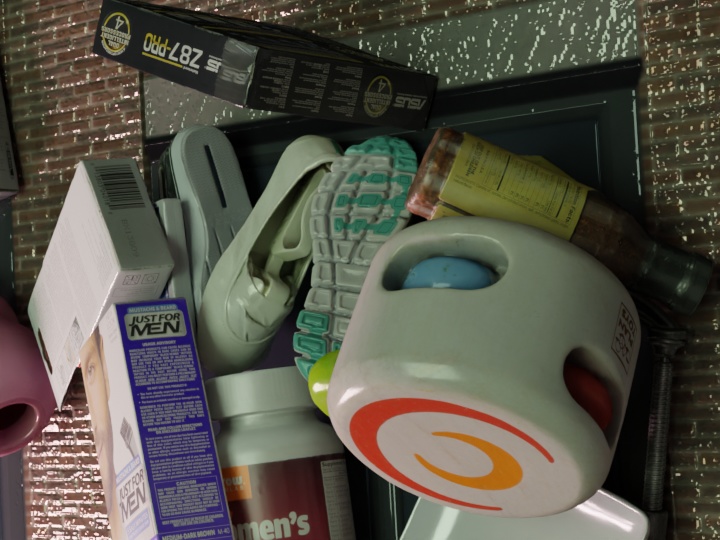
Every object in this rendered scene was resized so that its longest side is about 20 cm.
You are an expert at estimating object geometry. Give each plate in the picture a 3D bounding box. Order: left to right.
[{"bbox_3d":[0.097,0.220,1.286,0.200,0.032,0.200,29,95,49],"label":"plate"}]

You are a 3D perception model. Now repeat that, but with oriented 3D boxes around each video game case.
[{"bbox_3d":[-0.184,0.029,1.534,0.200,0.018,0.144,-17,79,61],"label":"video game case"}]

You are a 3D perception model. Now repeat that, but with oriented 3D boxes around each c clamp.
[{"bbox_3d":[0.182,0.106,1.266,0.171,0.027,0.201,2,93,46],"label":"c clamp"}]

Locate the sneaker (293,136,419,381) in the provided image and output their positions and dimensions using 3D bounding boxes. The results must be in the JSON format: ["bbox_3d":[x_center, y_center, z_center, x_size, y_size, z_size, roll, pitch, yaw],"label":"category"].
[{"bbox_3d":[0.000,0.000,1.386,0.077,0.091,0.201,12,74,15],"label":"sneaker"}]

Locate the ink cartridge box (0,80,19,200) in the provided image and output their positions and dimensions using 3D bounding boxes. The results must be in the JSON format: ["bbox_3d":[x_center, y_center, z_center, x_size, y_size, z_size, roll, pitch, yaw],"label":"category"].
[{"bbox_3d":[-0.404,-0.140,1.751,0.199,0.041,0.201,-19,78,39],"label":"ink cartridge box"}]

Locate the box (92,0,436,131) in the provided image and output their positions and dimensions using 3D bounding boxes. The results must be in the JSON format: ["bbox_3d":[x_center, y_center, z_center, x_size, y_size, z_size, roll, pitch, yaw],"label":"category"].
[{"bbox_3d":[-0.067,-0.149,1.359,0.161,0.200,0.049,21,102,37],"label":"box"}]

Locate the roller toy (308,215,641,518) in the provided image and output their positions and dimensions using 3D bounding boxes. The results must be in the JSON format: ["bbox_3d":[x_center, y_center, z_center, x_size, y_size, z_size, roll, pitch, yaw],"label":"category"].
[{"bbox_3d":[0.083,0.059,1.191,0.183,0.199,0.140,126,165,-59],"label":"roller toy"}]

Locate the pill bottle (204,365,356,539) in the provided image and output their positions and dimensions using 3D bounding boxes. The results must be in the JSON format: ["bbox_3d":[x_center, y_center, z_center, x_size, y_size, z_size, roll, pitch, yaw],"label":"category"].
[{"bbox_3d":[-0.061,0.176,1.414,0.109,0.109,0.201,-13,82,40],"label":"pill bottle"}]

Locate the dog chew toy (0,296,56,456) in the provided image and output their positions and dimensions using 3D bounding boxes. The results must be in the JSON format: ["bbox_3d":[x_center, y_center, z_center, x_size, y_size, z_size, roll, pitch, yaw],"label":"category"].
[{"bbox_3d":[-0.347,0.071,1.658,0.200,0.124,0.125,50,120,38],"label":"dog chew toy"}]

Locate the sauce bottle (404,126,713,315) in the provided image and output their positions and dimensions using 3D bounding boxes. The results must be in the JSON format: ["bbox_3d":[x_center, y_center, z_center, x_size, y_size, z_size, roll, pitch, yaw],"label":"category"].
[{"bbox_3d":[0.129,-0.027,1.220,0.200,0.066,0.066,25,111,-5],"label":"sauce bottle"}]

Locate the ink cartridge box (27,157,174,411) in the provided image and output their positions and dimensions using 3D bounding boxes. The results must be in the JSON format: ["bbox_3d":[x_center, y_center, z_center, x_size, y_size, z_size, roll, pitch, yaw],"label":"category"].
[{"bbox_3d":[-0.212,0.014,1.515,0.109,0.050,0.200,66,147,30],"label":"ink cartridge box"}]

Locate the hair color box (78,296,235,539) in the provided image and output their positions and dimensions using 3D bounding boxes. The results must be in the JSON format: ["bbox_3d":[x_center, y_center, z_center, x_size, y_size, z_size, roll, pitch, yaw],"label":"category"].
[{"bbox_3d":[-0.154,0.133,1.403,0.109,0.065,0.201,134,129,-58],"label":"hair color box"}]

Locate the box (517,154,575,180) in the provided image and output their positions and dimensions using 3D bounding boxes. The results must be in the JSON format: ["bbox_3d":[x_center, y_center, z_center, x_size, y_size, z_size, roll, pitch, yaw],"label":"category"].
[{"bbox_3d":[0.079,0.015,1.318,0.050,0.075,0.200,40,114,33],"label":"box"}]

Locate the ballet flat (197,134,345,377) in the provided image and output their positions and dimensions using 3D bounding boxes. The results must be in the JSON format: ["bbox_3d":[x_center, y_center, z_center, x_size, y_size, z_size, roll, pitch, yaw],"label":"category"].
[{"bbox_3d":[-0.063,-0.008,1.414,0.069,0.069,0.200,26,90,37],"label":"ballet flat"}]

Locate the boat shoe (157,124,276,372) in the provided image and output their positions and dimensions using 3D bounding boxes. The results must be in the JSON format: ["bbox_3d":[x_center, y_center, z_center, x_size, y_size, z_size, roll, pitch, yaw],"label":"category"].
[{"bbox_3d":[-0.114,-0.014,1.496,0.071,0.072,0.201,-28,70,60],"label":"boat shoe"}]
